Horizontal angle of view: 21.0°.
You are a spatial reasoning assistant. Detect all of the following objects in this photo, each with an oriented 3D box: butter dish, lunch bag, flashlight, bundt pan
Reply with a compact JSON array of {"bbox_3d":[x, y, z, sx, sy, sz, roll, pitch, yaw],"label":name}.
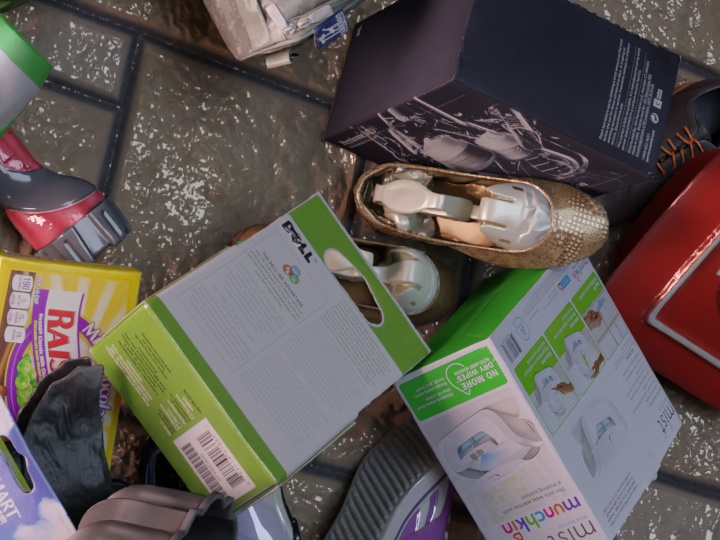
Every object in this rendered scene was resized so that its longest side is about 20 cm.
[{"bbox_3d":[0.294,-0.016,1.581,0.200,0.148,0.200,30,111,-25],"label":"butter dish"},{"bbox_3d":[-0.071,-0.254,1.386,0.201,0.139,0.168,62,31,-9],"label":"lunch bag"},{"bbox_3d":[-0.242,-0.087,1.334,0.200,0.068,0.068,54,45,-9],"label":"flashlight"},{"bbox_3d":[-0.150,0.221,1.201,0.075,0.202,0.203,19,68,12],"label":"bundt pan"}]

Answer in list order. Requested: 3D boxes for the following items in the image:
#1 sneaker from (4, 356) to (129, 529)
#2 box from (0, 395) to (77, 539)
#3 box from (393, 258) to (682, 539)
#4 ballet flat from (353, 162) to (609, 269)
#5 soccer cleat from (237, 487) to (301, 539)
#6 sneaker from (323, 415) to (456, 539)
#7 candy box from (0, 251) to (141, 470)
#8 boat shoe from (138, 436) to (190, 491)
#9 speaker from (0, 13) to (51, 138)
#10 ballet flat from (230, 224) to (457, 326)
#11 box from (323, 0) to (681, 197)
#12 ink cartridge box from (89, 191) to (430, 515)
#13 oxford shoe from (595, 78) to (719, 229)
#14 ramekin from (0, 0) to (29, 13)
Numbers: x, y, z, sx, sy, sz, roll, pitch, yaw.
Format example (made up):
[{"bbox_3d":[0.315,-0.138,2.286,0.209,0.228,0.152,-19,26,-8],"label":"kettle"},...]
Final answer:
[{"bbox_3d":[-0.194,0.166,1.280,0.104,0.060,0.201,-19,103,-16],"label":"sneaker"},{"bbox_3d":[-0.287,0.158,1.217,0.199,0.048,0.122,-28,96,4],"label":"box"},{"bbox_3d":[0.140,0.099,1.447,0.177,0.096,0.200,59,32,-9],"label":"box"},{"bbox_3d":[0.083,-0.042,1.439,0.065,0.199,0.071,14,83,-67],"label":"ballet flat"},{"bbox_3d":[-0.082,0.182,1.382,0.073,0.068,0.201,-13,95,-2],"label":"soccer cleat"},{"bbox_3d":[0.039,0.199,1.446,0.201,0.072,0.115,-53,126,-31],"label":"sneaker"},{"bbox_3d":[-0.212,0.092,1.308,0.102,0.026,0.201,6,96,-30],"label":"candy box"},{"bbox_3d":[-0.123,0.206,1.326,0.084,0.069,0.201,-16,96,8],"label":"boat shoe"},{"bbox_3d":[-0.295,-0.088,1.256,0.200,0.088,0.088,-45,104,-2],"label":"speaker"},{"bbox_3d":[0.000,0.000,1.447,0.199,0.072,0.068,14,73,-26],"label":"ballet flat"},{"bbox_3d":[0.102,-0.129,1.455,0.182,0.200,0.105,24,71,-23],"label":"box"},{"bbox_3d":[-0.062,0.056,1.328,0.148,0.076,0.200,54,42,0],"label":"ink cartridge box"},{"bbox_3d":[0.247,-0.102,1.602,0.200,0.072,0.071,-43,102,-28],"label":"oxford shoe"},{"bbox_3d":[-0.269,-0.271,1.335,0.199,0.098,0.201,6,78,-28],"label":"ramekin"}]
